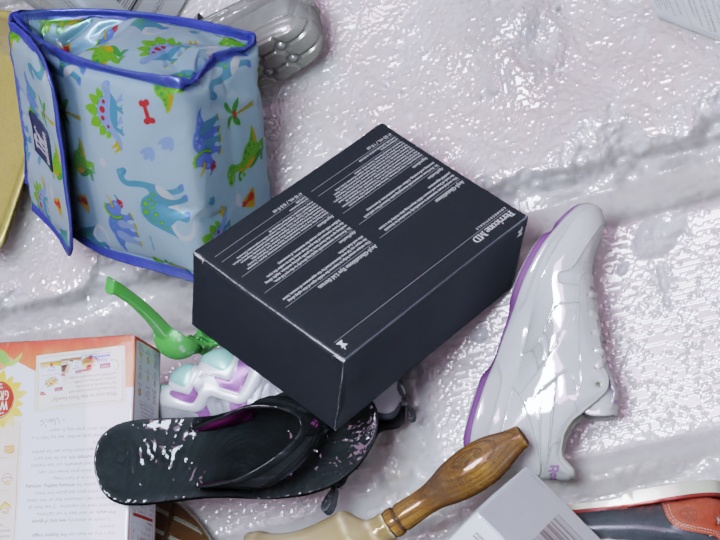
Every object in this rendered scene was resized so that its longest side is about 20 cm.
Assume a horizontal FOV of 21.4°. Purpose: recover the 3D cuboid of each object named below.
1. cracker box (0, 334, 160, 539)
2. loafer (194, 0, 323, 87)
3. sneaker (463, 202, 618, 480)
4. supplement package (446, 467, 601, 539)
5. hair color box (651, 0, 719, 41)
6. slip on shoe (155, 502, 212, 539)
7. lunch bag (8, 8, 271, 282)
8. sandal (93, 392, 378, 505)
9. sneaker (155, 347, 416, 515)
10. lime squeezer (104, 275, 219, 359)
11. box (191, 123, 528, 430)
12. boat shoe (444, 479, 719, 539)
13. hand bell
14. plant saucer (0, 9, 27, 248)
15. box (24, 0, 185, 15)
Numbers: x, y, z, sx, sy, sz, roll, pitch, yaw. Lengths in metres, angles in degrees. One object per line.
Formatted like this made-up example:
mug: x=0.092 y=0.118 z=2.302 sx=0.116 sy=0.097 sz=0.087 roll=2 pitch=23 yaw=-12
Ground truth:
cracker box: x=-0.216 y=0.151 z=1.357 sx=0.134 sy=0.058 sz=0.200 roll=-3 pitch=74 yaw=15
loafer: x=-0.121 y=-0.165 z=1.495 sx=0.200 sy=0.070 sz=0.070 roll=-21 pitch=49 yaw=15
sneaker: x=0.145 y=0.053 z=1.337 sx=0.100 sy=0.075 sz=0.200 roll=19 pitch=87 yaw=12
supplement package: x=0.068 y=0.245 z=1.230 sx=0.117 sy=0.117 sz=0.200 roll=45 pitch=112 yaw=8
hair color box: x=0.300 y=-0.188 z=1.330 sx=0.200 sy=0.100 sz=0.061 roll=26 pitch=83 yaw=24
slip on shoe: x=-0.196 y=0.194 z=1.415 sx=0.200 sy=0.076 sz=0.061 roll=23 pitch=124 yaw=15
lunch bag: x=-0.178 y=-0.101 z=1.426 sx=0.200 sy=0.127 sz=0.170 roll=16 pitch=124 yaw=30
sandal: x=-0.082 y=0.123 z=1.304 sx=0.200 sy=0.048 sz=0.075 roll=-11 pitch=76 yaw=-9
sneaker: x=-0.056 y=0.118 z=1.375 sx=0.200 sy=0.078 sz=0.140 roll=-25 pitch=67 yaw=11
lime squeezer: x=-0.115 y=0.027 z=1.388 sx=0.038 sy=0.200 sz=0.071 roll=10 pitch=102 yaw=42
box: x=0.000 y=0.000 z=1.338 sx=0.141 sy=0.079 sz=0.200 roll=33 pitch=50 yaw=27
boat shoe: x=0.153 y=0.190 z=1.288 sx=0.200 sy=0.071 sz=0.063 roll=-12 pitch=74 yaw=12
hand bell: x=0.029 y=0.168 z=1.302 sx=0.200 sy=0.104 sz=0.104 roll=-36 pitch=66 yaw=9
plant saucer: x=-0.338 y=-0.118 z=1.562 sx=0.200 sy=0.048 sz=0.200 roll=13 pitch=78 yaw=22
box: x=-0.206 y=-0.303 z=1.487 sx=0.131 sy=0.199 sz=0.200 roll=27 pitch=84 yaw=24
